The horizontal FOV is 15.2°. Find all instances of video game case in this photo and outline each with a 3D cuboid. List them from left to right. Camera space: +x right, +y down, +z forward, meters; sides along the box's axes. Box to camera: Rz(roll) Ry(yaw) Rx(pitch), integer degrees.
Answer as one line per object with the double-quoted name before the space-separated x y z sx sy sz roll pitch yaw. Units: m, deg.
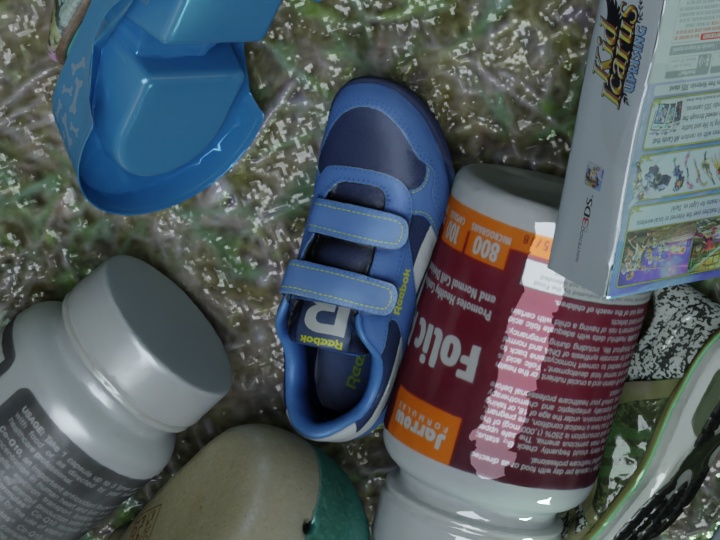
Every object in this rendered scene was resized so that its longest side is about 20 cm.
"video game case" 0.187 -0.089 1.305 0.045 0.200 0.181 28 117 43

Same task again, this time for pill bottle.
"pill bottle" -0.171 0.088 1.440 0.200 0.114 0.114 -40 101 18
"pill bottle" 0.077 0.055 1.386 0.114 0.114 0.200 16 102 1

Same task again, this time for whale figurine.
"whale figurine" -0.071 0.160 1.432 0.104 0.159 0.200 32 147 -23

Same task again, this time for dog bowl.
"dog bowl" -0.088 -0.119 1.354 0.050 0.111 0.200 51 129 31

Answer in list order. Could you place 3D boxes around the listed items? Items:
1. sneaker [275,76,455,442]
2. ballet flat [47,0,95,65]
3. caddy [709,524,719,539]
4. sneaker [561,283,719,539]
"sneaker" 0.000 0.000 1.400 0.074 0.082 0.200 12 110 23
"ballet flat" -0.104 -0.195 1.363 0.071 0.069 0.200 44 105 9
"caddy" 0.231 0.157 1.406 0.105 0.141 0.200 33 109 -11
"sneaker" 0.143 0.084 1.441 0.089 0.077 0.200 44 113 23
